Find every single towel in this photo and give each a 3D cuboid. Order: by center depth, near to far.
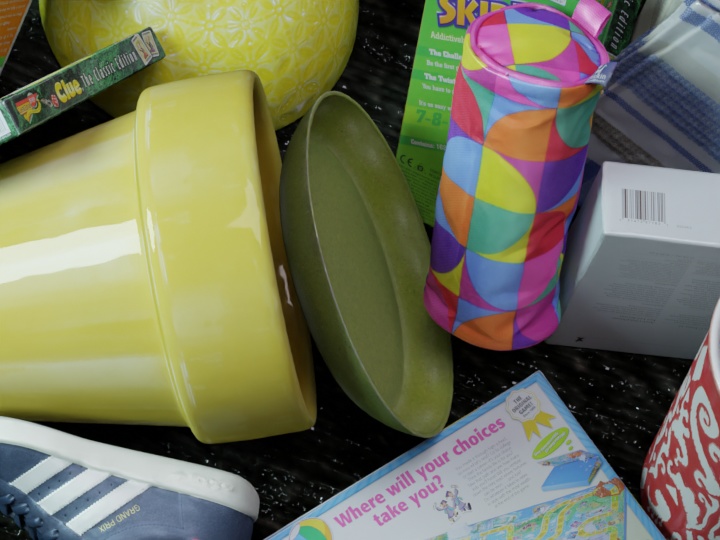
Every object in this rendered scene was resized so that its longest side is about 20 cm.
[{"bbox_3d":[0.191,-0.075,1.607,0.147,0.200,0.024,37,52,-13],"label":"towel"}]

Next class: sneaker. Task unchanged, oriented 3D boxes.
[{"bbox_3d":[-0.158,0.136,1.533,0.199,0.075,0.085,12,75,2],"label":"sneaker"}]

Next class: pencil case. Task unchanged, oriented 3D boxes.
[{"bbox_3d":[0.088,-0.052,1.568,0.088,0.201,0.089,7,38,-6],"label":"pencil case"}]

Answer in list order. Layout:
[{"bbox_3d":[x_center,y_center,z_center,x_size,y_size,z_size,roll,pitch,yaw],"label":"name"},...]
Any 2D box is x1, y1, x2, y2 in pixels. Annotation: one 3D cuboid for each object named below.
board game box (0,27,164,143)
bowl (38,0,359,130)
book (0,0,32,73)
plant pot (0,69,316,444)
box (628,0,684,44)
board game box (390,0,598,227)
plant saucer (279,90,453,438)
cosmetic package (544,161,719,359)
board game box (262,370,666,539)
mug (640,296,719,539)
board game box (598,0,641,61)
[{"bbox_3d":[-0.190,-0.087,1.555,0.104,0.200,0.024,-21,98,22],"label":"board game box"},{"bbox_3d":[-0.091,-0.188,1.682,0.199,0.108,0.201,4,63,-8],"label":"bowl"},{"bbox_3d":[-0.210,-0.182,1.568,0.048,0.134,0.201,31,107,8],"label":"book"},{"bbox_3d":[-0.131,0.004,1.544,0.188,0.201,0.202,-10,65,3],"label":"plant pot"},{"bbox_3d":[0.195,-0.128,1.651,0.068,0.200,0.083,18,62,-1],"label":"box"},{"bbox_3d":[0.075,-0.103,1.614,0.095,0.201,0.030,24,41,18],"label":"board game box"},{"bbox_3d":[0.000,0.000,1.578,0.031,0.200,0.201,-17,64,17],"label":"plant saucer"},{"bbox_3d":[0.217,0.002,1.620,0.199,0.151,0.052,6,62,-8],"label":"cosmetic package"},{"bbox_3d":[0.059,0.161,1.579,0.199,0.034,0.135,-30,73,-22],"label":"board game box"},{"bbox_3d":[0.247,0.101,1.550,0.177,0.200,0.134,32,62,5],"label":"mug"},{"bbox_3d":[0.132,-0.170,1.720,0.023,0.104,0.201,39,57,-33],"label":"board game box"}]
